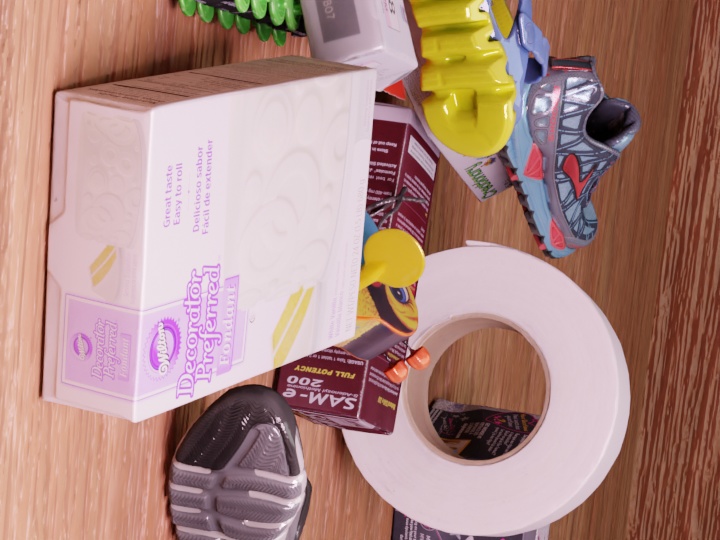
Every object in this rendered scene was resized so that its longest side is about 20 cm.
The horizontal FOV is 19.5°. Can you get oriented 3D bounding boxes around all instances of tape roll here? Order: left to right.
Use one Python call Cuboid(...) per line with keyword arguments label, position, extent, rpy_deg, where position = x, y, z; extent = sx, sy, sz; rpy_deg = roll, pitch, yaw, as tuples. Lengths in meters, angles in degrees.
Cuboid(label="tape roll", position=(0.087, 0.084, 1.470), extent=(0.071, 0.201, 0.204), rpy_deg=(27, 72, -74))

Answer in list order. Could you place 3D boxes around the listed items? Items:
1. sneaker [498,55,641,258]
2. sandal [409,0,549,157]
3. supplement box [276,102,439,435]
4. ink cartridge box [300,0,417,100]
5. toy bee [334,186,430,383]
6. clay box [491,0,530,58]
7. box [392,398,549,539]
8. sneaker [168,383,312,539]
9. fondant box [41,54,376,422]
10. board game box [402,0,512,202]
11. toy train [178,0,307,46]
Cuboid(label="sneaker", position=(0.148, -0.075, 1.423), extent=(0.200, 0.095, 0.080), rpy_deg=(58, 19, -58))
Cuboid(label="sandal", position=(0.069, -0.175, 1.269), extent=(0.087, 0.079, 0.201), rpy_deg=(-32, 121, -50))
Cuboid(label="supplement box", position=(0.000, 0.000, 1.363), extent=(0.109, 0.060, 0.201), rpy_deg=(39, 59, -74))
Cuboid(label="ink cartridge box", position=(0.004, -0.188, 1.200), extent=(0.200, 0.057, 0.164), rpy_deg=(-1, 78, -71))
Cuboid(label="toy bee", position=(-0.002, 0.013, 1.202), extent=(0.199, 0.131, 0.109), rpy_deg=(-23, 81, -38))
Cuboid(label="clay box", position=(0.072, -0.182, 1.415), extent=(0.200, 0.047, 0.115), rpy_deg=(57, 9, -58))
Cuboid(label="box", position=(0.096, 0.227, 1.753), extent=(0.132, 0.114, 0.201), rpy_deg=(-43, 139, -67))
Cuboid(label="sneaker", position=(-0.062, 0.116, 1.195), extent=(0.116, 0.075, 0.201), rpy_deg=(-71, 173, -50))
Cuboid(label="fondant box", position=(-0.069, -0.022, 1.011), extent=(0.200, 0.058, 0.145), rpy_deg=(-18, 116, -57))
Cuboid(label="board game box", position=(0.052, -0.128, 1.415), extent=(0.127, 0.034, 0.200), rpy_deg=(65, 7, 15))
Cuboid(label="toy train", position=(-0.053, -0.155, 1.117), extent=(0.200, 0.041, 0.057), rpy_deg=(0, 88, -76))
